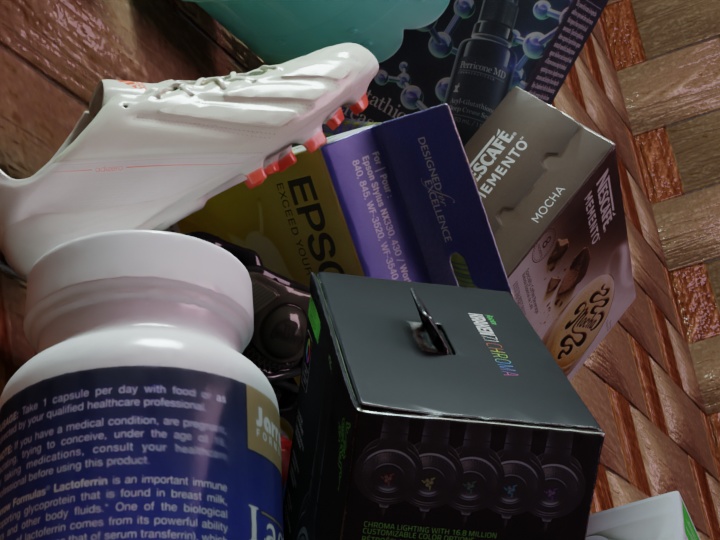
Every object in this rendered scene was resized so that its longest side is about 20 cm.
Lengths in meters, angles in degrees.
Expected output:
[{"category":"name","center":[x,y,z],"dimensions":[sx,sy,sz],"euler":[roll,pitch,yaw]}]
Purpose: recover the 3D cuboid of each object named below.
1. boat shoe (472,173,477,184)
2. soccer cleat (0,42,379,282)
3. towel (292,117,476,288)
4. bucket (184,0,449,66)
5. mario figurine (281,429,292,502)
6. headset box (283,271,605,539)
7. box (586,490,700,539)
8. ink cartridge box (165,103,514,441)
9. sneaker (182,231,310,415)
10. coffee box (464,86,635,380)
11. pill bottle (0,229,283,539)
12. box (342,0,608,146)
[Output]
[{"category":"boat shoe","center":[0.000,0.000,0.980],"dimensions":[0.072,0.200,0.073],"euler":[13,58,-20]},{"category":"soccer cleat","center":[-0.079,-0.064,0.802],"dimensions":[0.078,0.199,0.069],"euler":[59,-20,-4]},{"category":"towel","center":[-0.003,-0.040,1.058],"dimensions":[0.023,0.199,0.144],"euler":[-42,124,-26]},{"category":"bucket","center":[-0.039,-0.229,1.057],"dimensions":[0.135,0.206,0.209],"euler":[26,48,-53]},{"category":"mario figurine","center":[-0.002,0.107,0.871],"dimensions":[0.105,0.201,0.124],"euler":[18,33,-17]},{"category":"headset box","center":[0.021,0.109,0.701],"dimensions":[0.174,0.092,0.202],"euler":[-111,-152,-72]},{"category":"box","center":[0.123,0.252,1.085],"dimensions":[0.177,0.199,0.097],"euler":[-80,147,-55]},{"category":"ink cartridge box","center":[-0.007,0.032,0.904],"dimensions":[0.047,0.199,0.199],"euler":[-26,100,-42]},{"category":"sneaker","center":[-0.063,0.072,0.799],"dimensions":[0.076,0.114,0.201],"euler":[14,59,-47]},{"category":"coffee box","center":[0.108,-0.008,1.128],"dimensions":[0.080,0.113,0.200],"euler":[33,-17,26]},{"category":"pill bottle","center":[-0.087,0.094,0.689],"dimensions":[0.116,0.115,0.201],"euler":[45,36,-57]},{"category":"box","center":[0.050,-0.138,1.161],"dimensions":[0.148,0.201,0.107],"euler":[30,10,13]}]
